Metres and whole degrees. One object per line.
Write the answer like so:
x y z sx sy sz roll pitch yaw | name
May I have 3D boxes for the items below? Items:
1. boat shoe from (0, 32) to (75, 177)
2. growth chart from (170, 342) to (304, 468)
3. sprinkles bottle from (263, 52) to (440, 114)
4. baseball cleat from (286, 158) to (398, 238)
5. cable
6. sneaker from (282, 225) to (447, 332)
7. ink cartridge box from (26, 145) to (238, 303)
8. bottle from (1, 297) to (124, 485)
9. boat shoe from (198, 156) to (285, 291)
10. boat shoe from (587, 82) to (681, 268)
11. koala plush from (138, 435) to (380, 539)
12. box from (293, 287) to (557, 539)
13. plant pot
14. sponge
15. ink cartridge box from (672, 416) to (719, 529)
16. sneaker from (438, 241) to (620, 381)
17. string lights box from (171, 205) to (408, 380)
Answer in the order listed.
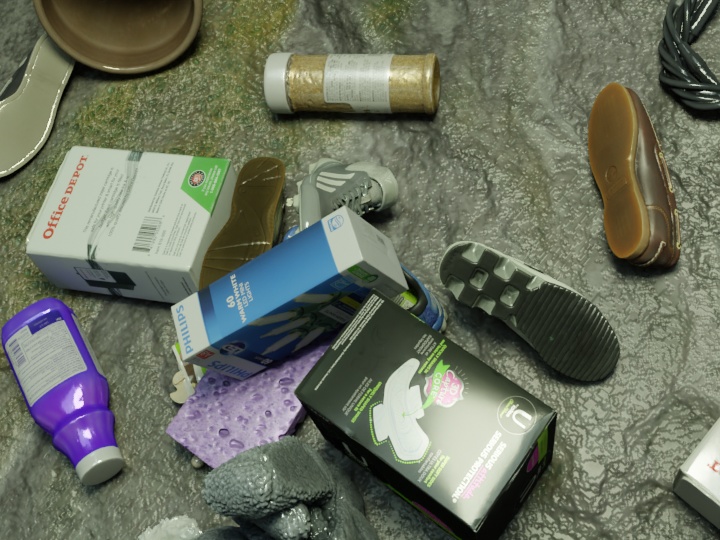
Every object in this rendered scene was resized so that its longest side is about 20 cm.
-0.418 -0.203 1.163 0.062 0.072 0.203 0 63 60 | boat shoe
-0.134 0.095 0.978 0.142 0.018 0.203 -16 64 5 | growth chart
-0.010 -0.214 1.065 0.196 0.068 0.069 3 66 13 | sprinkles bottle
-0.014 -0.075 0.956 0.104 0.071 0.201 -2 27 5 | baseball cleat
0.409 -0.255 1.015 0.160 0.051 0.204 2 69 18 | cable
0.000 0.000 0.953 0.198 0.089 0.079 28 73 24 | sneaker
-0.243 -0.051 1.022 0.196 0.084 0.149 7 60 15 | ink cartridge box
-0.306 0.127 0.972 0.083 0.065 0.201 -33 64 -4 | bottle
-0.114 -0.027 0.990 0.072 0.065 0.203 6 57 18 | boat shoe
0.283 -0.096 0.958 0.069 0.070 0.204 11 66 -25 | boat shoe
-0.096 0.263 0.828 0.199 0.184 0.179 -37 85 11 | koala plush
0.063 0.141 0.842 0.199 0.149 0.125 34 74 24 | box
-0.289 -0.375 1.145 0.196 0.202 0.177 -11 47 6 | plant pot
-0.097 0.110 0.939 0.110 0.030 0.202 28 75 21 | sponge
0.387 0.155 0.805 0.146 0.085 0.200 39 79 25 | ink cartridge box
0.168 0.030 0.918 0.199 0.089 0.075 36 102 0 | sneaker
-0.066 0.026 0.867 0.198 0.102 0.060 -29 63 17 | string lights box
